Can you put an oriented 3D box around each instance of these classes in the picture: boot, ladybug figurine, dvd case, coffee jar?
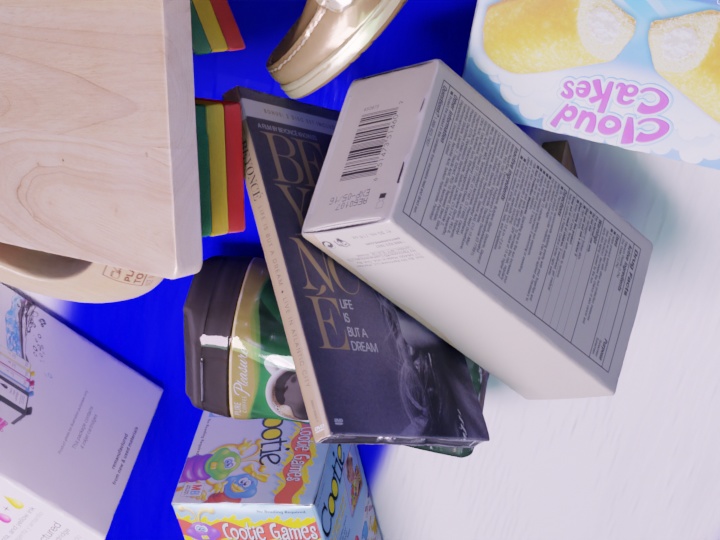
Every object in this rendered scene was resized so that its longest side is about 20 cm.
[{"bbox_3d":[-0.032,-0.199,0.980,0.155,0.073,0.200,31,124,-16],"label":"boot"},{"bbox_3d":[-0.199,-0.052,1.155,0.199,0.072,0.136,26,131,-8],"label":"ladybug figurine"},{"bbox_3d":[0.000,0.000,1.031,0.016,0.202,0.148,-28,158,32],"label":"dvd case"},{"bbox_3d":[-0.016,0.053,1.192,0.198,0.086,0.105,9,135,5],"label":"coffee jar"}]

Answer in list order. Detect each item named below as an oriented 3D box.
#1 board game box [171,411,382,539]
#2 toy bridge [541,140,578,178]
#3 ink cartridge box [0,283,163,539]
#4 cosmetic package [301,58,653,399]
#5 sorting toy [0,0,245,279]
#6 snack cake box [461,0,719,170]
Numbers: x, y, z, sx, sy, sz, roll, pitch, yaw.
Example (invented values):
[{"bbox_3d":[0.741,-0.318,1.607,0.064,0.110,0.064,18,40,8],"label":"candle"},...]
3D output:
[{"bbox_3d":[-0.050,0.196,1.313,0.102,0.105,0.201,-1,130,15],"label":"board game box"},{"bbox_3d":[0.037,-0.034,1.141,0.198,0.027,0.068,-8,129,19],"label":"toy bridge"},{"bbox_3d":[-0.268,0.113,1.267,0.199,0.145,0.147,34,131,-15],"label":"ink cartridge box"},{"bbox_3d":[0.070,-0.017,1.035,0.073,0.104,0.200,-7,145,45],"label":"cosmetic package"},{"bbox_3d":[-0.139,-0.111,1.012,0.199,0.069,0.201,11,107,46],"label":"sorting toy"},{"bbox_3d":[0.160,-0.126,1.003,0.198,0.067,0.116,13,132,3],"label":"snack cake box"}]
